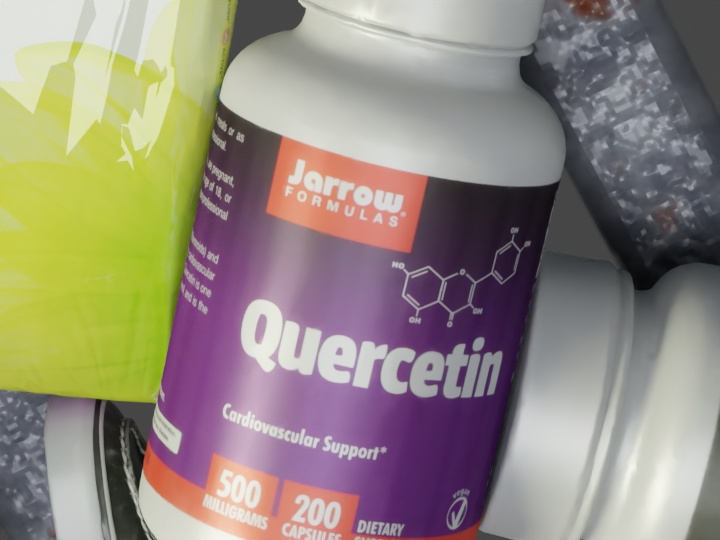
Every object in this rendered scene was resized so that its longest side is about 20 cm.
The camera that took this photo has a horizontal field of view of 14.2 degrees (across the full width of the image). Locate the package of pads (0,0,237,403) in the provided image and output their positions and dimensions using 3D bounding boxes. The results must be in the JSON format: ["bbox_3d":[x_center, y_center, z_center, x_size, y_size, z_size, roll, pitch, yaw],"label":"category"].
[{"bbox_3d":[-0.119,-0.057,0.945,0.153,0.068,0.201,5,117,-4],"label":"package of pads"}]

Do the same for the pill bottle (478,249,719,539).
[{"bbox_3d":[0.144,0.062,0.968,0.199,0.114,0.114,12,116,-3],"label":"pill bottle"}]

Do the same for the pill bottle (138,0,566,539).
[{"bbox_3d":[0.000,0.000,0.924,0.112,0.112,0.201,12,103,-3],"label":"pill bottle"}]

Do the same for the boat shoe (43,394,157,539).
[{"bbox_3d":[-0.058,0.121,1.037,0.063,0.071,0.201,-13,122,10],"label":"boat shoe"}]
